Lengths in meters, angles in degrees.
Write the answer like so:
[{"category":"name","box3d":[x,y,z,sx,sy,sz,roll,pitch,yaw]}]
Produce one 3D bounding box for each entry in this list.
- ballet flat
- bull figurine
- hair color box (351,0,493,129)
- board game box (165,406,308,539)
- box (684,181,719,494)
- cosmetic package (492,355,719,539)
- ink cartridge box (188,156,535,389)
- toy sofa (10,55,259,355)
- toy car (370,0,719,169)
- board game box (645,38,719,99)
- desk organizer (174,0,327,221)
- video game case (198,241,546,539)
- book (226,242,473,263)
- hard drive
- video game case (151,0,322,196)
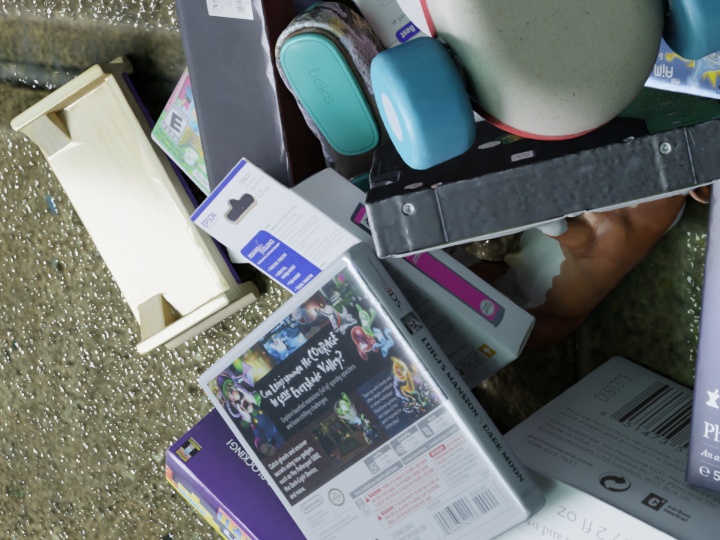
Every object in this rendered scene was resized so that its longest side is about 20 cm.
[{"category":"ballet flat","box3d":[0.011,-0.075,1.237,0.072,0.072,0.201,-1,125,36]},{"category":"bull figurine","box3d":[0.126,-0.019,1.248,0.201,0.120,0.066,122,146,-43]},{"category":"hair color box","box3d":[0.056,-0.169,1.235,0.109,0.065,0.201,-34,82,5]},{"category":"board game box","box3d":[-0.005,0.143,1.366,0.200,0.165,0.057,42,155,14]},{"category":"box","box3d":[0.296,0.037,1.135,0.199,0.123,0.200,14,115,31]},{"category":"cosmetic package","box3d":[0.168,0.194,1.261,0.164,0.165,0.202,24,121,28]},{"category":"ink cartridge box","box3d":[0.000,0.000,1.217,0.199,0.037,0.095,34,148,-10]},{"category":"toy sofa","box3d":[-0.156,-0.047,1.468,0.082,0.098,0.201,-30,88,16]},{"category":"toy car","box3d":[0.071,-0.149,1.067,0.200,0.183,0.178,169,80,-81]},{"category":"board game box","box3d":[0.230,-0.116,1.112,0.199,0.135,0.035,14,109,32]},{"category":"desk organizer","box3d":[-0.057,-0.133,1.259,0.071,0.077,0.202,8,118,36]},{"category":"video game case","box3d":[0.001,0.099,1.228,0.182,0.023,0.200,55,141,3]},{"category":"book","box3d":[-0.022,-0.073,1.374,0.199,0.048,0.135,-2,109,38]},{"category":"hard drive","box3d":[0.104,-0.060,1.126,0.198,0.140,0.038,-14,105,6]},{"category":"video game case","box3d":[-0.036,-0.080,1.340,0.200,0.022,0.182,46,134,11]}]
